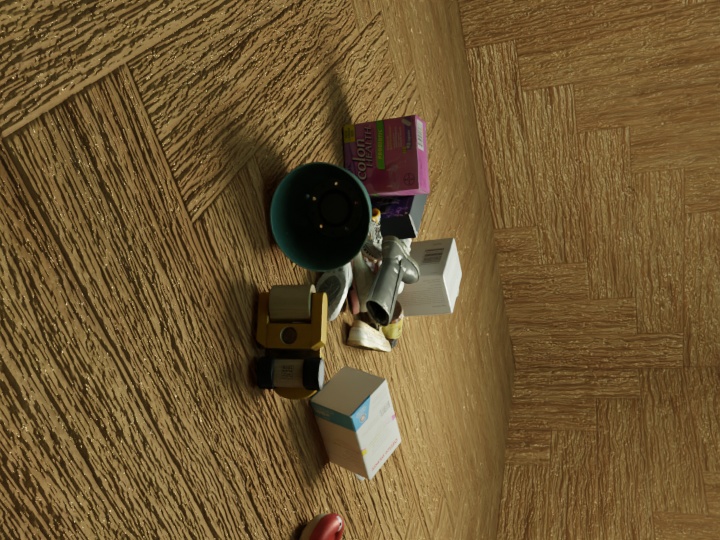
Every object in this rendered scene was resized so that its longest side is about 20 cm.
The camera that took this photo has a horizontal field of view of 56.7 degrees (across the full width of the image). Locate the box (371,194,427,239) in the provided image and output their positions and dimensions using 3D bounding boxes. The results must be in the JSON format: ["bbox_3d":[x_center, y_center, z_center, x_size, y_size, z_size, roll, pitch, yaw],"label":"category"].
[{"bbox_3d":[0.092,-0.170,1.748,0.203,0.137,0.080,-72,150,-45],"label":"box"}]

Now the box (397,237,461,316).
[{"bbox_3d":[0.177,0.020,1.921,0.200,0.194,0.134,-64,142,-53],"label":"box"}]

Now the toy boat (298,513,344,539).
[{"bbox_3d":[-0.052,0.590,1.318,0.130,0.127,0.207,21,68,-67],"label":"toy boat"}]

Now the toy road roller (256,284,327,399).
[{"bbox_3d":[-0.119,0.135,1.239,0.146,0.119,0.207,57,33,-77],"label":"toy road roller"}]

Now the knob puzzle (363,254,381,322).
[{"bbox_3d":[0.045,0.037,1.738,0.219,0.030,0.227,-3,90,-70],"label":"knob puzzle"}]

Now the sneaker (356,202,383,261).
[{"bbox_3d":[0.020,-0.103,1.626,0.201,0.080,0.079,54,33,-33],"label":"sneaker"}]

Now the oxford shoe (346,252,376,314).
[{"bbox_3d":[0.000,0.000,1.599,0.070,0.073,0.206,-134,-142,-69],"label":"oxford shoe"}]

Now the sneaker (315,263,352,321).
[{"bbox_3d":[-0.049,0.032,1.493,0.100,0.076,0.205,63,32,-52],"label":"sneaker"}]

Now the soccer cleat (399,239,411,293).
[{"bbox_3d":[0.098,-0.042,1.750,0.070,0.084,0.205,44,32,-60],"label":"soccer cleat"}]

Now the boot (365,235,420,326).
[{"bbox_3d":[0.080,0.043,1.601,0.182,0.071,0.204,46,38,-39],"label":"boot"}]

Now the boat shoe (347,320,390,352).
[{"bbox_3d":[0.029,0.165,1.677,0.199,0.072,0.071,29,66,-65],"label":"boat shoe"}]

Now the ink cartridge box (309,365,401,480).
[{"bbox_3d":[-0.006,0.337,1.445,0.128,0.123,0.205,-38,126,-39],"label":"ink cartridge box"}]

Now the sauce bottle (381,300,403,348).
[{"bbox_3d":[0.080,0.146,1.755,0.201,0.064,0.068,88,9,-62],"label":"sauce bottle"}]

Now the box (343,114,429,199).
[{"bbox_3d":[0.064,-0.278,1.666,0.096,0.194,0.182,1,86,-67],"label":"box"}]

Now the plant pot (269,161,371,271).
[{"bbox_3d":[-0.065,-0.114,1.324,0.161,0.194,0.207,-52,135,-76],"label":"plant pot"}]
